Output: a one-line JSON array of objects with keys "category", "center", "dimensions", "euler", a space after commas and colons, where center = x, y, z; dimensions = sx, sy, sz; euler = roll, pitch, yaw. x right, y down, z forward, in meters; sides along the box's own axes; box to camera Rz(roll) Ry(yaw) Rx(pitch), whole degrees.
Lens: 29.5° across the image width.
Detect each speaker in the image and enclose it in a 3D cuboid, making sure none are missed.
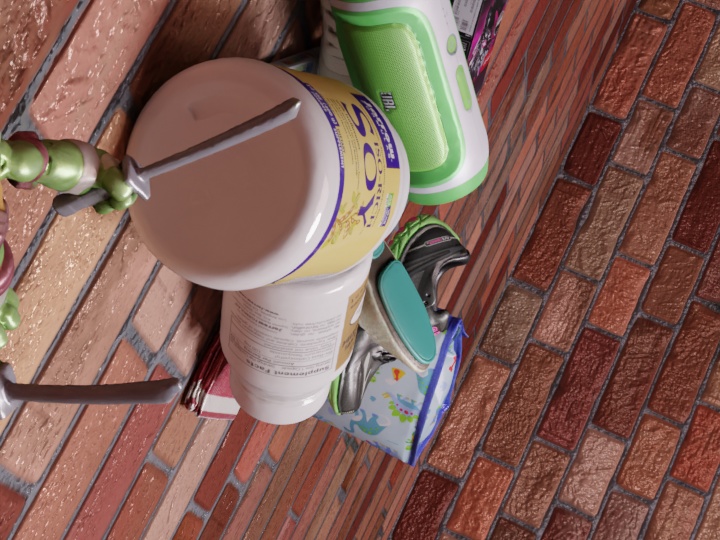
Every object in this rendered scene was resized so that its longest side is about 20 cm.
[{"category": "speaker", "center": [0.038, -0.149, 1.020], "dimensions": [0.089, 0.088, 0.200], "euler": [-57, 140, -38]}]

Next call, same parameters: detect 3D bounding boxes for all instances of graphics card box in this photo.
[{"category": "graphics card box", "center": [0.122, -0.273, 1.557], "dimensions": [0.126, 0.051, 0.201], "euler": [-51, 159, -51]}]

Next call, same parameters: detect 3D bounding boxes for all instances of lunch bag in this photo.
[{"category": "lunch bag", "center": [0.020, 0.089, 1.500], "dimensions": [0.128, 0.169, 0.200], "euler": [-57, 163, -38]}]

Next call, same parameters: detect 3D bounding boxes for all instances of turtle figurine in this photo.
[{"category": "turtle figurine", "center": [-0.148, 0.013, 0.601], "dimensions": [0.194, 0.199, 0.144], "euler": [135, -44, -54]}]

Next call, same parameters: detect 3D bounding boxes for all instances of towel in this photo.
[{"category": "towel", "center": [-0.098, 0.042, 1.260], "dimensions": [0.201, 0.023, 0.144], "euler": [-65, 168, -3]}]

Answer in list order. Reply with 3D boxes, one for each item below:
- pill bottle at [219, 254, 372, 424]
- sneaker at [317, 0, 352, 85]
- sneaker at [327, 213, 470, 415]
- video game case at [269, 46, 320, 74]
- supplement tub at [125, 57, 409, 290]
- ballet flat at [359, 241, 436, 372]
[{"category": "pill bottle", "center": [-0.057, 0.035, 1.120], "dimensions": [0.114, 0.114, 0.200], "euler": [-57, 166, -38]}, {"category": "sneaker", "center": [-0.004, -0.211, 1.068], "dimensions": [0.081, 0.076, 0.201], "euler": [-9, 112, -58]}, {"category": "sneaker", "center": [0.033, 0.046, 1.234], "dimensions": [0.200, 0.084, 0.077], "euler": [-59, 173, -4]}, {"category": "video game case", "center": [-0.071, -0.106, 1.111], "dimensions": [0.200, 0.018, 0.144], "euler": [-40, 151, -65]}, {"category": "supplement tub", "center": [-0.054, -0.064, 0.926], "dimensions": [0.146, 0.145, 0.200], "euler": [-69, 163, 10]}, {"category": "ballet flat", "center": [0.000, 0.000, 1.176], "dimensions": [0.067, 0.062, 0.201], "euler": [-38, 106, -55]}]
